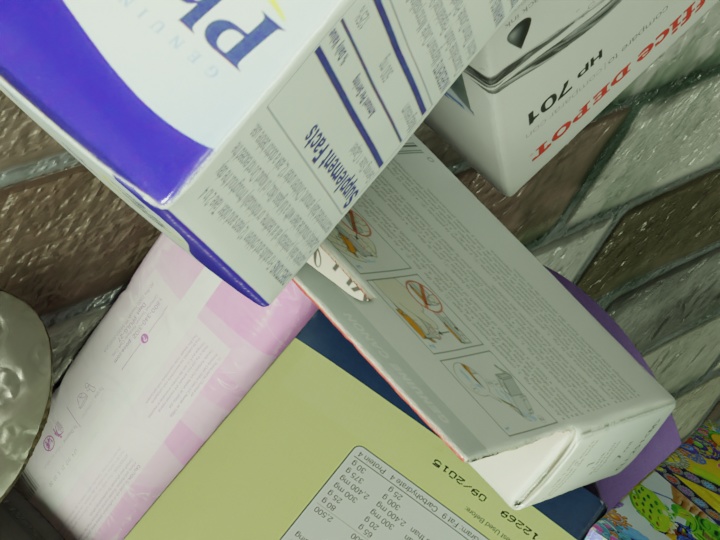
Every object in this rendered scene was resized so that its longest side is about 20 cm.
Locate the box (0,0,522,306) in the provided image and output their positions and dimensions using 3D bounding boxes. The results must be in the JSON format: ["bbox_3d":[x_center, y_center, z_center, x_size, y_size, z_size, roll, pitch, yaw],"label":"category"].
[{"bbox_3d":[-0.015,-0.107,0.762,0.200,0.105,0.184,-51,169,-3],"label":"box"}]

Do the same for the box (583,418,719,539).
[{"bbox_3d":[0.115,0.190,1.032,0.201,0.122,0.192,-61,167,17],"label":"box"}]

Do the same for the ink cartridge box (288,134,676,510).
[{"bbox_3d":[0.000,0.000,0.925,0.044,0.200,0.173,-52,160,23],"label":"ink cartridge box"}]

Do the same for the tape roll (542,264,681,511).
[{"bbox_3d":[0.054,0.094,1.238,0.065,0.200,0.201,-28,155,-42],"label":"tape roll"}]

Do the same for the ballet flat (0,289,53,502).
[{"bbox_3d":[-0.168,0.098,0.953,0.046,0.067,0.201,-130,-116,-85],"label":"ballet flat"}]

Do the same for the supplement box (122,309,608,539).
[{"bbox_3d":[-0.027,0.162,1.021,0.200,0.134,0.200,-49,165,-24],"label":"supplement box"}]

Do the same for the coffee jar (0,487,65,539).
[{"bbox_3d":[-0.176,0.169,1.056,0.085,0.104,0.201,-28,154,-46],"label":"coffee jar"}]

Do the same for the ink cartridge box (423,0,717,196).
[{"bbox_3d":[0.071,-0.135,0.975,0.146,0.086,0.200,-43,160,-9],"label":"ink cartridge box"}]

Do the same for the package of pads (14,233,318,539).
[{"bbox_3d":[-0.066,0.051,1.089,0.200,0.076,0.120,-53,158,22],"label":"package of pads"}]
